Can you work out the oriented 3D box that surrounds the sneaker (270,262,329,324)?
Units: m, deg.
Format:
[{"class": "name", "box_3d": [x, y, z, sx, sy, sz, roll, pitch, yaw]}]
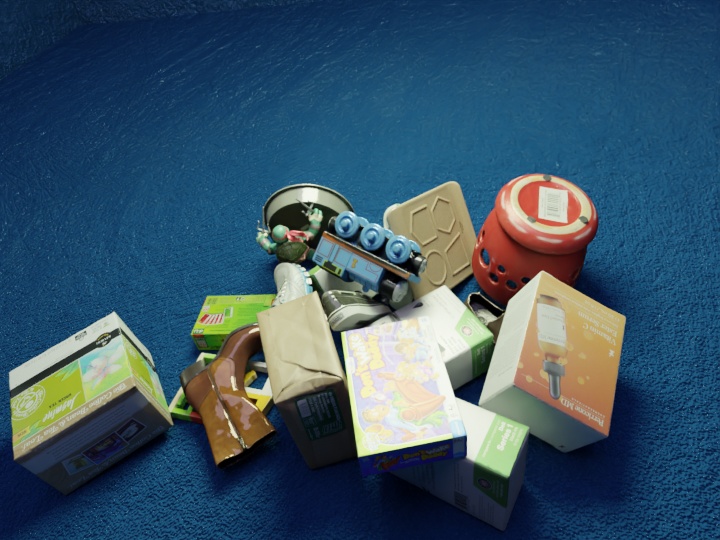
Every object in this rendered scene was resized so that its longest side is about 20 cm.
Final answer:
[{"class": "sneaker", "box_3d": [-0.128, 0.053, 0.975, 0.085, 0.076, 0.201, 8, 33, -38]}]

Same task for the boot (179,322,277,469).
[{"class": "boot", "box_3d": [-0.194, 0.196, 0.902, 0.186, 0.069, 0.200, -30, 46, -19]}]

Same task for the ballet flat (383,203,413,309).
[{"class": "ballet flat", "box_3d": [0.070, -0.026, 1.024, 0.068, 0.205, 0.069, -1, -1, 0]}]

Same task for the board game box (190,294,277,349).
[{"class": "board game box", "box_3d": [-0.217, 0.100, 1.056, 0.195, 0.048, 0.103, -2, 43, 11]}]

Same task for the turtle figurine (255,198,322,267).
[{"class": "turtle figurine", "box_3d": [-0.139, -0.054, 1.079, 0.146, 0.201, 0.102, -8, 58, 11]}]

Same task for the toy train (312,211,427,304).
[{"class": "toy train", "box_3d": [0.017, -0.022, 0.936, 0.198, 0.086, 0.116, 27, 96, 22]}]

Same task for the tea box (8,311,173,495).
[{"class": "tea box", "box_3d": [-0.454, 0.217, 0.911, 0.198, 0.135, 0.197, -32, 46, -13]}]

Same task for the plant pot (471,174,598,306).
[{"class": "plant pot", "box_3d": [0.312, -0.057, 0.977, 0.196, 0.184, 0.203, 0, 51, 0]}]

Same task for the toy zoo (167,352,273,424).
[{"class": "toy zoo", "box_3d": [-0.225, 0.215, 0.955, 0.196, 0.021, 0.132, 6, 45, 19]}]

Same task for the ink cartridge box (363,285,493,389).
[{"class": "ink cartridge box", "box_3d": [0.101, 0.135, 0.907, 0.197, 0.085, 0.146, -26, 44, -15]}]

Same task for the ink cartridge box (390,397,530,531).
[{"class": "ink cartridge box", "box_3d": [0.121, 0.248, 0.749, 0.197, 0.148, 0.085, 18, 48, 28]}]

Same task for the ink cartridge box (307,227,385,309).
[{"class": "ink cartridge box", "box_3d": [0.000, 0.000, 1.062, 0.199, 0.105, 0.059, -35, 12, -22]}]

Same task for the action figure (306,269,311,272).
[{"class": "action figure", "box_3d": [-0.054, 0.009, 1.103, 0.197, 0.067, 0.052, -22, 26, -13]}]

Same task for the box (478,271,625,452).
[{"class": "box", "box_3d": [0.286, 0.134, 0.804, 0.150, 0.107, 0.202, 27, 57, -1]}]

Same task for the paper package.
[{"class": "paper package", "box_3d": [-0.073, 0.171, 0.836, 0.102, 0.202, 0.192, -19, 43, -6]}]

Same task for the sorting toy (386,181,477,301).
[{"class": "sorting toy", "box_3d": [0.143, -0.055, 1.030, 0.198, 0.188, 0.036, -27, 11, -37]}]

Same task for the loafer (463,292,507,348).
[{"class": "loafer", "box_3d": [0.243, 0.107, 0.925, 0.073, 0.072, 0.199, -35, 49, -24]}]

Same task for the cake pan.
[{"class": "cake pan", "box_3d": [-0.107, -0.095, 1.130, 0.196, 0.202, 0.037, -5, 52, 7]}]

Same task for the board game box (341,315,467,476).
[{"class": "board game box", "box_3d": [0.051, 0.158, 0.718, 0.132, 0.045, 0.202, -11, 41, -1]}]

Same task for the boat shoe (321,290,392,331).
[{"class": "boat shoe", "box_3d": [-0.003, 0.065, 0.945, 0.070, 0.199, 0.064, -36, 70, 15]}]
